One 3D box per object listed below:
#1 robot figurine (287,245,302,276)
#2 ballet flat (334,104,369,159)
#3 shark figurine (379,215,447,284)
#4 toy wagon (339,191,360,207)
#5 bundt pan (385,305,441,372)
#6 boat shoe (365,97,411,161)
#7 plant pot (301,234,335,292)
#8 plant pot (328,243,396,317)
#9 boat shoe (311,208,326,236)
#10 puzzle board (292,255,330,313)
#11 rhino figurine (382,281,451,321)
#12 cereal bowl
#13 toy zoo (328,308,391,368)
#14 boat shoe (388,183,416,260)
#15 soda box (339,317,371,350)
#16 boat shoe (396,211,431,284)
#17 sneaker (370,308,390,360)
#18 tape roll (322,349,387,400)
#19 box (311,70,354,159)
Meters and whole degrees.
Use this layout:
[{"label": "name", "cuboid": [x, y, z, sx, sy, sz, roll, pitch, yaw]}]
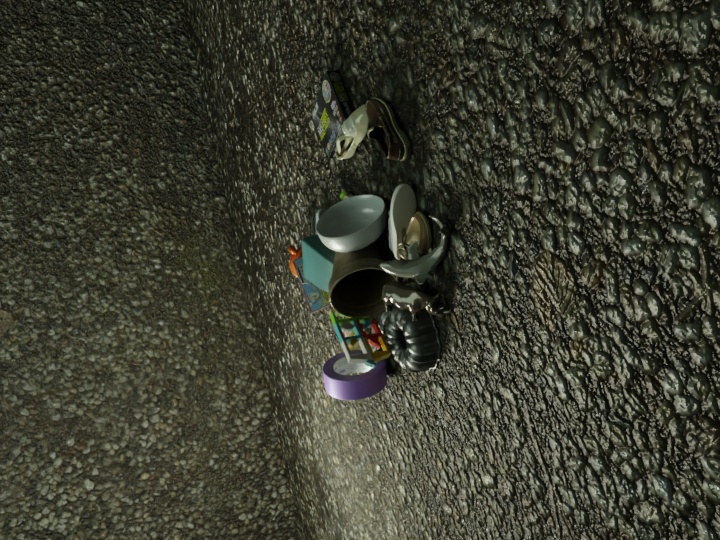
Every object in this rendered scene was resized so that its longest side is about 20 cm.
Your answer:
[{"label": "robot figurine", "cuboid": [-0.195, -0.033, 2.032, 0.199, 0.140, 0.120, 163, 108, -67]}, {"label": "ballet flat", "cuboid": [-0.027, -0.371, 1.521, 0.071, 0.068, 0.201, 67, 155, 19]}, {"label": "shark figurine", "cuboid": [0.151, -0.018, 1.276, 0.214, 0.127, 0.091, -41, 24, 40]}, {"label": "toy wagon", "cuboid": [-0.022, -0.157, 1.661, 0.158, 0.039, 0.201, 68, 154, 18]}, {"label": "bundt pan", "cuboid": [0.127, 0.174, 1.465, 0.202, 0.074, 0.206, 47, 144, 50]}, {"label": "boat shoe", "cuboid": [0.049, -0.346, 1.346, 0.204, 0.073, 0.076, 60, 152, 32]}, {"label": "plant pot", "cuboid": [-0.076, -0.015, 1.750, 0.199, 0.139, 0.145, 38, 137, 47]}, {"label": "plant pot", "cuboid": [0.000, 0.000, 1.552, 0.203, 0.194, 0.176, 101, 163, -45]}, {"label": "boat shoe", "cuboid": [-0.130, -0.105, 1.889, 0.070, 0.071, 0.206, -8, 81, 59]}, {"label": "puzzle board", "cuboid": [-0.134, 0.024, 1.892, 0.017, 0.148, 0.204, 63, -176, -71]}, {"label": "rhino figurine", "cuboid": [0.133, 0.077, 1.356, 0.197, 0.060, 0.088, 13, 143, 36]}, {"label": "cereal bowl", "cuboid": [-0.015, -0.114, 1.494, 0.200, 0.198, 0.085, 38, 157, 54]}, {"label": "toy zoo", "cuboid": [0.002, 0.184, 1.532, 0.202, 0.128, 0.021, 64, 143, 36]}, {"label": "boat shoe", "cuboid": [0.097, -0.124, 1.384, 0.069, 0.071, 0.204, 44, 150, 50]}, {"label": "soda box", "cuboid": [-0.015, 0.197, 1.815, 0.069, 0.063, 0.202, 63, 153, 27]}, {"label": "boat shoe", "cuboid": [0.125, -0.046, 1.354, 0.071, 0.063, 0.204, 49, 145, 46]}, {"label": "sneaker", "cuboid": [0.065, 0.183, 1.632, 0.083, 0.073, 0.204, -122, 40, -47]}, {"label": "tape roll", "cuboid": [-0.017, 0.318, 1.716, 0.199, 0.196, 0.067, 26, 128, 60]}, {"label": "box", "cuboid": [-0.080, -0.449, 1.624, 0.163, 0.043, 0.200, 69, 156, 15]}]
